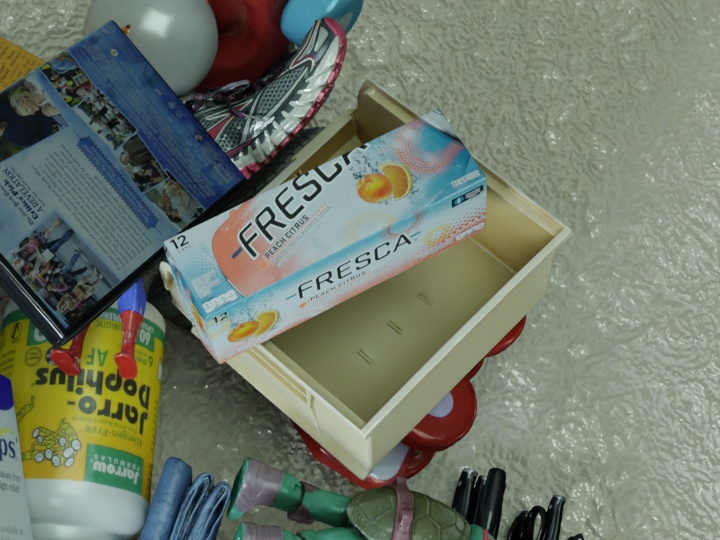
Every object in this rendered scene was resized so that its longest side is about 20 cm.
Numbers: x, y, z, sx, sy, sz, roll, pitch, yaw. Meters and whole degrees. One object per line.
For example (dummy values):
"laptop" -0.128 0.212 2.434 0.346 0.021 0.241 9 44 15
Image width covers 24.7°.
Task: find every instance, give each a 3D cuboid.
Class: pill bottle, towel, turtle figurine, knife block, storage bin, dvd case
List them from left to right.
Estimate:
"pill bottle" -0.194 0.120 1.105 0.113 0.113 0.200 9 68 -14
"dvd case" -0.170 -0.059 1.019 0.143 0.018 0.200 50 44 -5
"towel" -0.136 0.230 1.077 0.048 0.112 0.200 18 69 -3
"storage bin" 0.000 0.000 1.118 0.198 0.094 0.200 39 70 20
"turtle figurine" 0.014 0.183 1.072 0.200 0.150 0.101 16 104 -11
"knife block" 0.078 0.236 1.159 0.200 0.064 0.176 -22 79 -34

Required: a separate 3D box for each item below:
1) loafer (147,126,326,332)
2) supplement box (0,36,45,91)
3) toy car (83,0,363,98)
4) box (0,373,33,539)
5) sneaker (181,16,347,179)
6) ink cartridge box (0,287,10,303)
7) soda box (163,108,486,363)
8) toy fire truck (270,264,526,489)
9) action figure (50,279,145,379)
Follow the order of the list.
"loafer" -0.078 -0.027 1.229 0.070 0.075 0.200 49 66 -25
"supplement box" -0.259 -0.124 1.204 0.200 0.067 0.069 28 64 -6
"toy car" -0.137 -0.169 1.189 0.184 0.177 0.200 41 57 11
"box" -0.304 0.173 1.008 0.184 0.105 0.200 -17 72 14
"sneaker" -0.088 -0.103 1.140 0.200 0.081 0.075 -42 98 15
"ink cartridge box" -0.282 -0.024 1.085 0.144 0.200 0.084 -25 82 -24
"soda box" -0.020 -0.022 1.038 0.200 0.068 0.064 -27 63 -11
"toy fire truck" 0.011 0.051 1.195 0.168 0.112 0.200 32 64 -3
"action figure" -0.160 -0.030 1.086 0.065 0.052 0.200 0 61 7
